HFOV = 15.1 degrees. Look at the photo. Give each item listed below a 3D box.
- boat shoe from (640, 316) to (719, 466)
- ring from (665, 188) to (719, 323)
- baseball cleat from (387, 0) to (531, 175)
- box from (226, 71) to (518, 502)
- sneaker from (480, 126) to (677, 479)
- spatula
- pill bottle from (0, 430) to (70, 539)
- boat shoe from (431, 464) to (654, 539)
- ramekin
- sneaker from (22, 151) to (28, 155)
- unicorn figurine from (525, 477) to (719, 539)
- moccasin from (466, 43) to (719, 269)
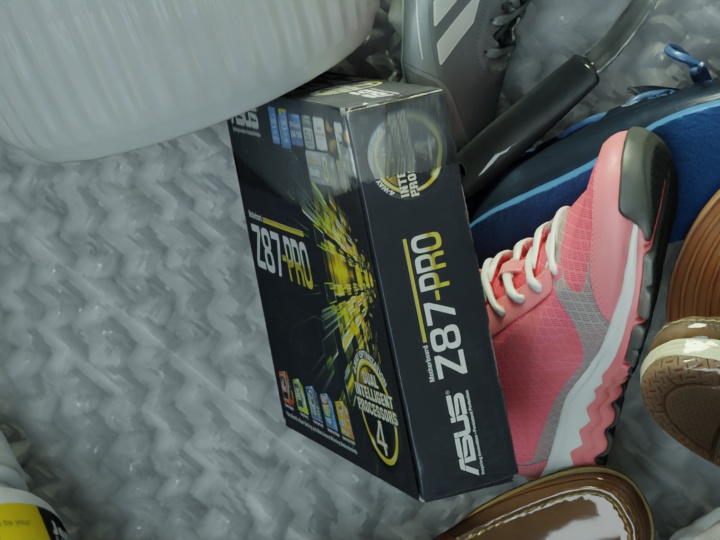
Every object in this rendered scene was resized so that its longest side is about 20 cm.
[{"bbox_3d":[0.205,0.048,1.094,0.202,0.075,0.075,18,142,-17],"label":"boat shoe"},{"bbox_3d":[0.227,0.014,1.122,0.200,0.019,0.201,4,128,5],"label":"ring"},{"bbox_3d":[0.063,-0.137,1.147,0.106,0.070,0.201,1,105,19],"label":"baseball cleat"},{"bbox_3d":[0.000,0.000,1.141,0.049,0.200,0.162,-12,100,-16],"label":"box"},{"bbox_3d":[0.075,0.019,1.123,0.087,0.074,0.200,15,135,3],"label":"sneaker"},{"bbox_3d":[0.105,-0.098,1.136,0.200,0.021,0.057,-45,57,12],"label":"spatula"},{"bbox_3d":[-0.174,0.173,1.248,0.114,0.114,0.200,-42,58,23],"label":"pill bottle"},{"bbox_3d":[0.034,0.151,1.133,0.200,0.068,0.072,-32,86,12],"label":"boat shoe"},{"bbox_3d":[-0.085,-0.125,1.137,0.200,0.200,0.105,-14,109,22],"label":"ramekin"},{"bbox_3d":[-0.181,-0.141,1.237,0.081,0.075,0.200,-19,99,41],"label":"sneaker"},{"bbox_3d":[0.171,0.122,1.161,0.199,0.074,0.137,22,144,1],"label":"unicorn figurine"},{"bbox_3d":[0.124,-0.054,1.140,0.199,0.068,0.081,-15,127,26],"label":"moccasin"}]
